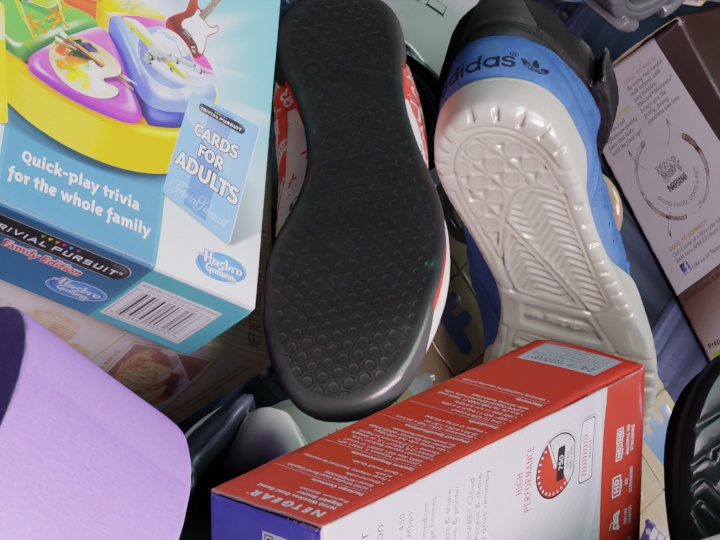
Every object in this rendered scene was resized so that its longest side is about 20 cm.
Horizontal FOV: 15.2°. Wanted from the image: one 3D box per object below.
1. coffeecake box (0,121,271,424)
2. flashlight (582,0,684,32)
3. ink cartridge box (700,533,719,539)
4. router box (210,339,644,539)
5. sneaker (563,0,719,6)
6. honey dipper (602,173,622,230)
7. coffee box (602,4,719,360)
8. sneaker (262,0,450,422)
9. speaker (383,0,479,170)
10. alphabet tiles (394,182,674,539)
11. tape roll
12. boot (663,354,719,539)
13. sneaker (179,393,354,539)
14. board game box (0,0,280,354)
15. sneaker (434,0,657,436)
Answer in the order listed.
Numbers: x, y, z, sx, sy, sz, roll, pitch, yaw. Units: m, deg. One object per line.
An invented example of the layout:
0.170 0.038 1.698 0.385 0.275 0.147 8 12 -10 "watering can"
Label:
-0.133 -0.046 1.004 0.200 0.073 0.154 20 55 -32 "coffeecake box"
0.065 -0.187 1.159 0.068 0.068 0.200 -29 62 -33 "flashlight"
0.139 0.172 0.913 0.047 0.200 0.198 -112 -174 -58 "ink cartridge box"
0.027 0.145 0.930 0.179 0.049 0.201 -22 119 -47 "router box"
0.149 -0.151 1.241 0.081 0.200 0.077 25 79 -33 "sneaker"
0.034 -0.011 1.164 0.200 0.038 0.038 -13 74 -41 "honey dipper"
0.202 -0.026 1.285 0.113 0.080 0.200 -19 79 -46 "coffee box"
0.001 -0.001 1.017 0.067 0.108 0.202 -6 49 2 "sneaker"
0.034 -0.135 1.202 0.081 0.081 0.200 39 45 -17 "speaker"
0.066 0.064 1.136 0.166 0.006 0.200 -38 99 -39 "alphabet tiles"
-0.137 0.110 0.811 0.066 0.200 0.200 37 46 -18 "tape roll"
0.121 0.120 1.029 0.076 0.168 0.201 -21 103 -26 "boot"
-0.027 0.084 0.972 0.199 0.130 0.080 -22 82 -43 "sneaker"
-0.103 -0.089 0.966 0.151 0.047 0.200 23 54 -30 "board game box"
0.077 -0.019 1.100 0.111 0.077 0.200 -81 156 -49 "sneaker"
